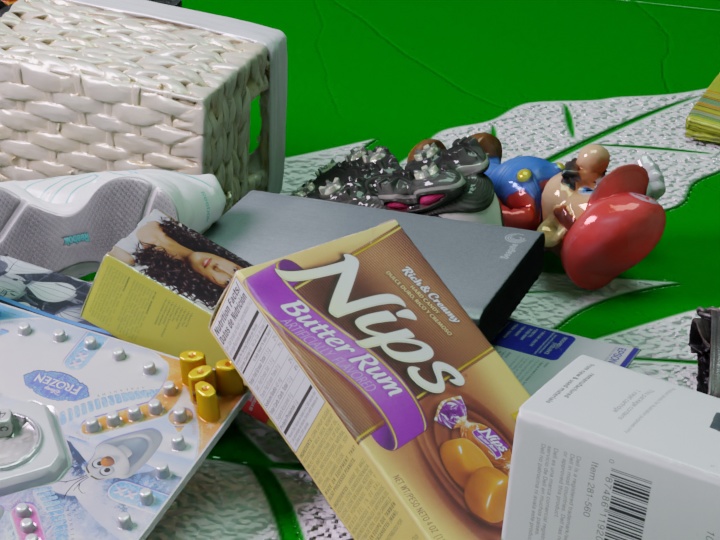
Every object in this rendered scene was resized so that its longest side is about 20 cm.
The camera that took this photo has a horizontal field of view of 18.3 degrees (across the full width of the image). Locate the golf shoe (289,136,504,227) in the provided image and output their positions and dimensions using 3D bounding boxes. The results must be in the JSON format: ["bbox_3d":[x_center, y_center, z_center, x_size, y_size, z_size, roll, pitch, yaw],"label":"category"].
[{"bbox_3d":[0.020,-0.034,1.502,0.077,0.088,0.200,-37,21,-28],"label":"golf shoe"}]

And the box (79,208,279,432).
[{"bbox_3d":[-0.054,0.044,1.268,0.199,0.050,0.075,30,30,4],"label":"box"}]

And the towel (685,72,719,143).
[{"bbox_3d":[0.326,-0.136,1.826,0.086,0.018,0.200,18,27,15],"label":"towel"}]

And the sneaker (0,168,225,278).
[{"bbox_3d":[-0.171,-0.028,1.420,0.200,0.071,0.080,-2,11,34],"label":"sneaker"}]

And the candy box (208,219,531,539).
[{"bbox_3d":[0.023,0.074,1.188,0.116,0.057,0.200,-18,62,-36],"label":"candy box"}]

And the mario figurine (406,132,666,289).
[{"bbox_3d":[0.128,-0.065,1.528,0.200,0.106,0.123,21,59,44],"label":"mario figurine"}]

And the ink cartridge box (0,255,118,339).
[{"bbox_3d":[-0.169,0.045,1.316,0.199,0.039,0.099,17,27,23],"label":"ink cartridge box"}]

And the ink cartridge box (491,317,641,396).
[{"bbox_3d":[0.059,0.057,1.347,0.199,0.039,0.099,14,26,22],"label":"ink cartridge box"}]

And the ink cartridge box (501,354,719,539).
[{"bbox_3d":[0.170,0.144,1.060,0.199,0.147,0.084,18,27,24],"label":"ink cartridge box"}]

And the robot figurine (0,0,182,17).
[{"bbox_3d":[-0.244,-0.201,1.810,0.200,0.058,0.145,-20,35,-40],"label":"robot figurine"}]

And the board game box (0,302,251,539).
[{"bbox_3d":[-0.190,0.090,1.185,0.199,0.026,0.200,16,44,21],"label":"board game box"}]

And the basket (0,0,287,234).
[{"bbox_3d":[-0.163,-0.102,1.530,0.199,0.136,0.123,12,29,17],"label":"basket"}]

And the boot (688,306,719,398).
[{"bbox_3d":[0.290,0.045,1.377,0.173,0.070,0.200,9,28,9],"label":"boot"}]

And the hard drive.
[{"bbox_3d":[0.000,0.000,1.374,0.199,0.033,0.140,9,25,18],"label":"hard drive"}]
